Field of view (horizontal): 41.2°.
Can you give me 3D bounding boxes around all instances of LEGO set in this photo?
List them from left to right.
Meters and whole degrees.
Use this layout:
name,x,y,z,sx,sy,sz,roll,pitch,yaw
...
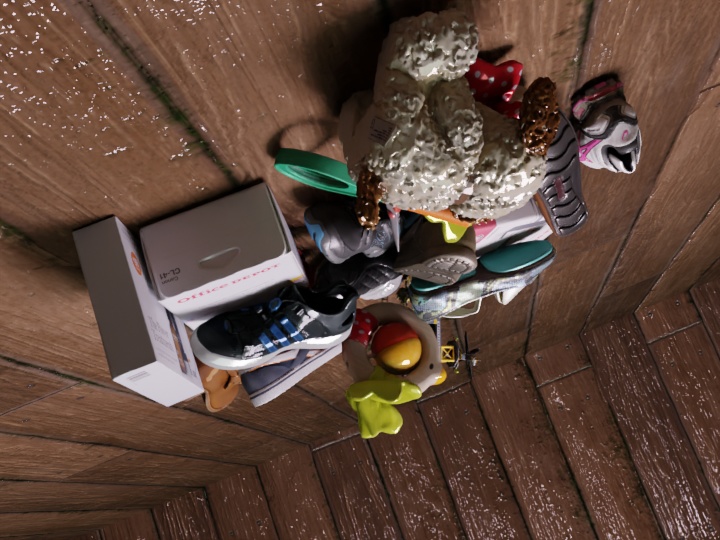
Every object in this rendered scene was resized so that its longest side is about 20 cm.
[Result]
name,x,y,z,sx,sy,sz,roll,pitch,yaw
LEGO set,0.104,0.058,1.350,0.114,0.204,0.153,4,163,-28

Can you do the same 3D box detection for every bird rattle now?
name,x,y,z,sx,sy,sz,roll,pitch,yaw
bird rattle,0.020,0.104,1.221,0.161,0.202,0.113,-12,147,-27
bird rattle,0.115,-0.141,0.975,0.162,0.113,0.201,-29,156,-44

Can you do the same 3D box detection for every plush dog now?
name,x,y,z,sx,sy,sz,roll,pitch,yaw
plush dog,0.079,-0.098,0.813,0.169,0.163,0.200,11,153,-16

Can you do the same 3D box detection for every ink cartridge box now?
name,x,y,z,sx,sy,sz,roll,pitch,yaw
ink cartridge box,-0.140,-0.005,1.047,0.145,0.087,0.200,-21,164,-3
ink cartridge box,0.168,-0.072,1.241,0.197,0.086,0.146,-14,164,-31

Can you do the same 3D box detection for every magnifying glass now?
name,x,y,z,sx,sy,sz,roll,pitch,yaw
magnifying glass,0.013,-0.079,0.920,0.197,0.023,0.080,18,173,-3

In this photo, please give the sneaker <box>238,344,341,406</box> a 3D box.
name,x,y,z,sx,sy,sz,roll,pitch,yaw
sneaker,-0.087,0.103,1.277,0.078,0.080,0.199,-31,179,38

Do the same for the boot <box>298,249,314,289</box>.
name,x,y,z,sx,sy,sz,roll,pitch,yaw
boot,-0.129,0.036,1.238,0.149,0.074,0.200,-23,161,4

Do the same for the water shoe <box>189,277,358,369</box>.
name,x,y,z,sx,sy,sz,roll,pitch,yaw
water shoe,-0.093,0.048,1.043,0.197,0.072,0.080,-10,135,-35

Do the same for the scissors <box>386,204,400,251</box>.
name,x,y,z,sx,sy,sz,roll,pitch,yaw
scissors,0.037,-0.063,1.013,0.014,0.073,0.201,-43,144,-16

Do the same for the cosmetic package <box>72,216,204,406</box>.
name,x,y,z,sx,sy,sz,roll,pitch,yaw
cosmetic package,-0.225,0.049,0.992,0.051,0.153,0.200,-21,165,-2

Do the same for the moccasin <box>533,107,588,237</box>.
name,x,y,z,sx,sy,sz,roll,pitch,yaw
moccasin,0.217,-0.125,1.106,0.073,0.078,0.202,-34,140,5

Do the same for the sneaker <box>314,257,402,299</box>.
name,x,y,z,sx,sy,sz,roll,pitch,yaw
sneaker,-0.046,0.017,1.309,0.198,0.077,0.092,-27,147,17

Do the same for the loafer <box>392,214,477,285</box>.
name,x,y,z,sx,sy,sz,roll,pitch,yaw
loafer,0.092,-0.027,1.113,0.075,0.069,0.200,15,171,-14

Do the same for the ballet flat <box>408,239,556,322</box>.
name,x,y,z,sx,sy,sz,roll,pitch,yaw
ballet flat,0.157,0.017,1.224,0.197,0.075,0.074,-15,165,-3

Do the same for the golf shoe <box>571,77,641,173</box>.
name,x,y,z,sx,sy,sz,roll,pitch,yaw
golf shoe,0.290,-0.148,1.135,0.072,0.093,0.200,-24,166,8

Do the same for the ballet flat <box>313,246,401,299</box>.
name,x,y,z,sx,sy,sz,roll,pitch,yaw
ballet flat,0.000,0.000,1.198,0.057,0.067,0.199,-50,165,32

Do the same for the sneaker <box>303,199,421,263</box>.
name,x,y,z,sx,sy,sz,roll,pitch,yaw
sneaker,0.002,-0.060,1.101,0.081,0.074,0.199,-32,172,23

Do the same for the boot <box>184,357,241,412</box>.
name,x,y,z,sx,sy,sz,roll,pitch,yaw
boot,-0.208,0.160,1.572,0.154,0.078,0.200,-29,156,13
